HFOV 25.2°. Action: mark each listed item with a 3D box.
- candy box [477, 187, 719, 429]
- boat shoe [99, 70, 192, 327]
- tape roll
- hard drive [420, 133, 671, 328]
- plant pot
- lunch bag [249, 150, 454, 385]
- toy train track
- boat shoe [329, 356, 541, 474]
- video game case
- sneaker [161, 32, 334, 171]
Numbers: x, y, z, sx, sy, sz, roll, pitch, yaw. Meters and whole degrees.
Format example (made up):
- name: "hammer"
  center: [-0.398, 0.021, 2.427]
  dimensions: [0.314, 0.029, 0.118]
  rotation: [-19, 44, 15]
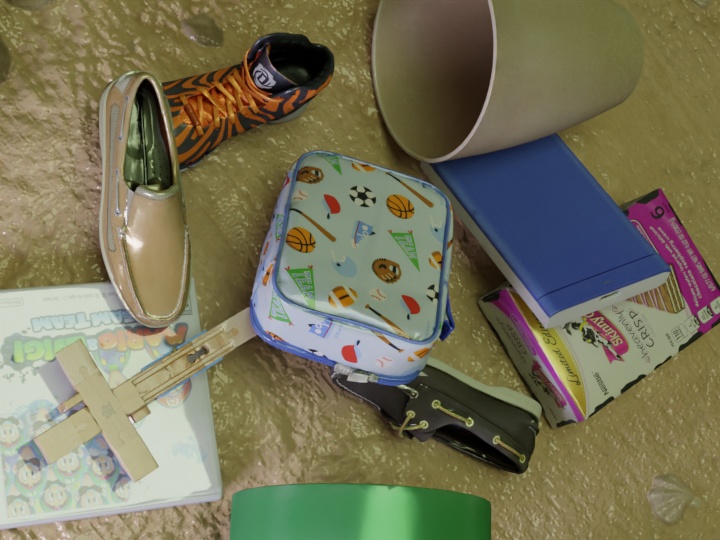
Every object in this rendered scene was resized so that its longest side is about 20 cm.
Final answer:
- name: "candy box"
  center: [0.222, 0.032, 1.445]
  dimensions: [0.200, 0.061, 0.137]
  rotation: [-32, 91, -26]
- name: "boat shoe"
  center: [-0.165, -0.054, 1.247]
  dimensions: [0.071, 0.076, 0.201]
  rotation: [-11, 94, -22]
- name: "tape roll"
  center: [0.000, 0.198, 1.229]
  dimensions: [0.200, 0.200, 0.048]
  rotation: [7, 75, -22]
- name: "hard drive"
  center: [0.159, -0.047, 1.405]
  dimensions: [0.132, 0.025, 0.200]
  rotation: [-19, 56, -26]
- name: "plant pot"
  center: [0.142, -0.189, 1.409]
  dimensions: [0.199, 0.187, 0.188]
  rotation: [-3, 78, -32]
- name: "lunch bag"
  center: [0.000, 0.000, 1.308]
  dimensions: [0.160, 0.076, 0.200]
  rotation: [18, 46, -9]
- name: "toy train track"
  center: [-0.164, 0.089, 1.251]
  dimensions: [0.200, 0.033, 0.115]
  rotation: [-32, 92, -25]
- name: "boat shoe"
  center: [0.062, 0.115, 1.348]
  dimensions: [0.201, 0.072, 0.061]
  rotation: [20, 66, -20]
- name: "video game case"
  center: [-0.214, 0.101, 1.259]
  dimensions: [0.199, 0.024, 0.183]
  rotation: [-4, 79, -25]
- name: "sneaker"
  center: [-0.109, -0.146, 1.317]
  dimensions: [0.200, 0.112, 0.078]
  rotation: [-29, 89, -26]
